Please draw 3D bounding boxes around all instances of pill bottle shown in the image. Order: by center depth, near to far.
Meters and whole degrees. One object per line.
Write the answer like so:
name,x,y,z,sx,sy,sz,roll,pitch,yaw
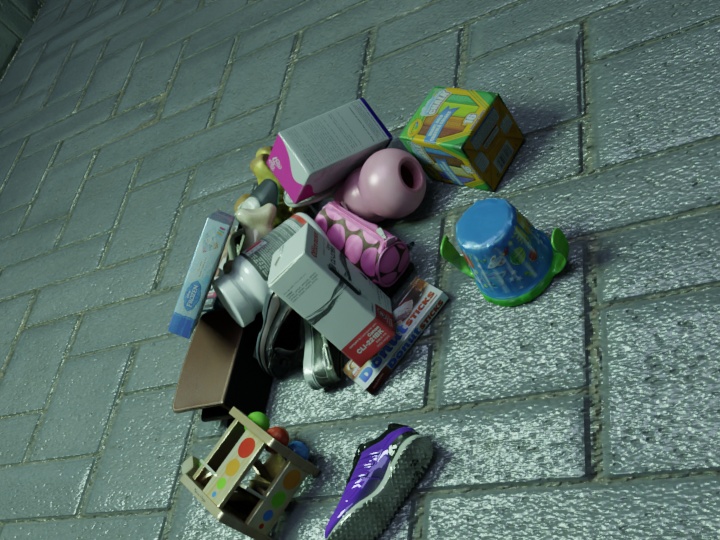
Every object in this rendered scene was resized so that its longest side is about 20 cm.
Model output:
pill bottle,-0.149,0.000,1.359,0.199,0.116,0.116,-37,39,-17

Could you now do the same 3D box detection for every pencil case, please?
pencil case,-0.002,-0.054,1.367,0.091,0.094,0.199,-39,45,-22

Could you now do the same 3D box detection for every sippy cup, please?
sippy cup,0.212,-0.036,1.186,0.177,0.130,0.140,-32,43,14

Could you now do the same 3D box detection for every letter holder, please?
letter holder,-0.238,0.175,1.411,0.141,0.101,0.202,-14,50,33

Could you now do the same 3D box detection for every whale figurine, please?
whale figurine,-0.182,-0.021,1.463,0.158,0.202,0.104,-14,9,-20

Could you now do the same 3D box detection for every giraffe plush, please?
giraffe plush,-0.181,-0.127,1.590,0.162,0.172,0.201,-37,75,24

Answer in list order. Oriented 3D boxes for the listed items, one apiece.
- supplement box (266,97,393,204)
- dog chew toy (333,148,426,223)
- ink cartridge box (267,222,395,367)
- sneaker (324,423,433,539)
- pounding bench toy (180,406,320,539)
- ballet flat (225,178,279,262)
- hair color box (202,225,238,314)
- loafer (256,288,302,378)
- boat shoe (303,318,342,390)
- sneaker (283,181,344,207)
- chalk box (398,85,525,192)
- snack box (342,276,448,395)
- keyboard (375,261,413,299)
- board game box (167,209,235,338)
supplement box,-0.057,-0.219,1.437,0.199,0.104,0.101,-30,-12,-32
dog chew toy,0.025,-0.143,1.436,0.199,0.124,0.125,-20,45,46
ink cartridge box,-0.044,0.035,1.251,0.084,0.200,0.145,-44,17,14
sneaker,0.014,0.303,1.133,0.200,0.070,0.099,-48,34,-9
pounding bench toy,-0.188,0.300,1.249,0.199,0.124,0.157,24,74,47
ballet flat,-0.211,-0.080,1.495,0.073,0.072,0.201,55,130,49
hair color box,-0.289,0.010,1.613,0.099,0.061,0.202,-9,52,34
loafer,-0.131,0.112,1.325,0.071,0.201,0.063,-21,44,-34
boat shoe,-0.056,0.105,1.344,0.063,0.071,0.202,-20,54,25
sneaker,-0.067,-0.165,1.519,0.199,0.087,0.075,-31,71,-32
chalk box,0.163,-0.237,1.391,0.199,0.124,0.125,20,71,46
snack box,0.056,0.104,1.281,0.200,0.024,0.072,-51,40,-6
keyboard,0.000,0.000,1.414,0.127,0.021,0.200,-50,41,-6
board game box,-0.274,-0.001,1.377,0.200,0.043,0.201,-130,61,-80
